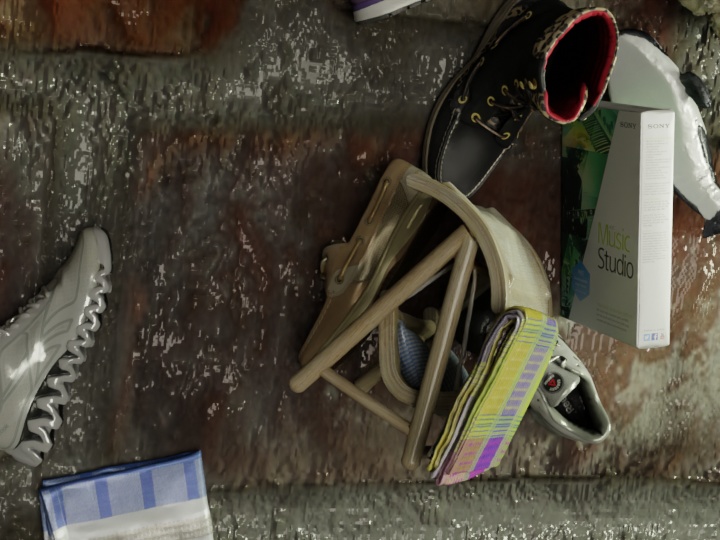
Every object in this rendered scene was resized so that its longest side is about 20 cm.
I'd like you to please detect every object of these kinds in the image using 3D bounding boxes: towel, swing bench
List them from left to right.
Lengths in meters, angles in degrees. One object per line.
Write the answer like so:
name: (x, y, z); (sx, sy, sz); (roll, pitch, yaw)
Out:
towel: (-0.191, 0.261, 1.376); (0.147, 0.024, 0.200); (-9, 102, -18)
swing bench: (0.069, 0.043, 1.309); (0.130, 0.199, 0.200); (33, 95, 17)
towel: (0.107, 0.094, 1.253); (0.023, 0.200, 0.144); (26, 94, 16)

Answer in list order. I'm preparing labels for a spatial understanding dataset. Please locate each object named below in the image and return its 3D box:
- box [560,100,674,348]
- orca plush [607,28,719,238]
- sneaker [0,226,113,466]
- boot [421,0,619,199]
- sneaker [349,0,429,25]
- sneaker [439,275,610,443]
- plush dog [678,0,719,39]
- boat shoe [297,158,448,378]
box: (0.219, -0.044, 1.402); (0.036, 0.144, 0.200); (-3, 100, -20)
orca plush: (0.290, -0.134, 1.450); (0.200, 0.105, 0.071); (48, 41, 3)
sneaker: (-0.255, 0.054, 1.295); (0.081, 0.075, 0.200); (22, 91, -13)
boot: (0.132, -0.141, 1.350); (0.073, 0.151, 0.200); (31, 89, -21)
sneaker: (0.075, -0.278, 1.351); (0.200, 0.076, 0.088); (-23, 100, -14)
sneaker: (0.155, 0.077, 1.432); (0.200, 0.089, 0.074); (44, 85, -18)
plush dog: (0.326, -0.251, 1.408); (0.160, 0.200, 0.172); (-35, 101, 24)
boat shoe: (0.000, 0.000, 1.381); (0.064, 0.071, 0.200); (34, 93, 14)
